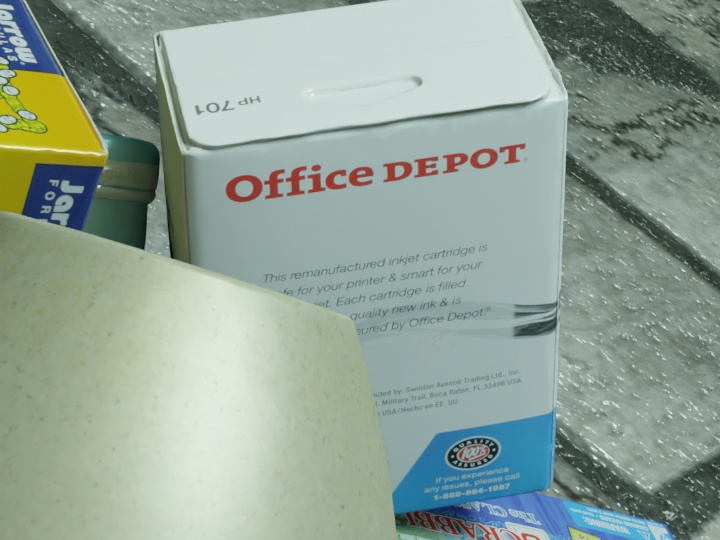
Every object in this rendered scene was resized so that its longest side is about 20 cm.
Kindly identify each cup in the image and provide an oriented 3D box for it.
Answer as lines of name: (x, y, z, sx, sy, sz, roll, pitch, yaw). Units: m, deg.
cup: (-0.069, 0.067, 0.675, 0.199, 0.144, 0.200, 17, -2, 1)

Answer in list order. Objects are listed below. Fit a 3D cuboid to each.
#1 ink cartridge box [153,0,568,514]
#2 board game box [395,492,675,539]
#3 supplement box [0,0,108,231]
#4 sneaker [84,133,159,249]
ink cartridge box: (0.000, 0.000, 0.992, 0.145, 0.201, 0.086, -8, 38, -8)
board game box: (0.083, 0.166, 1.051, 0.199, 0.041, 0.200, 15, 29, -32)
supplement box: (-0.206, -0.031, 0.869, 0.199, 0.109, 0.110, 1, 36, -30)
sneaker: (-0.147, 0.011, 1.042, 0.079, 0.132, 0.200, 6, -4, -23)
